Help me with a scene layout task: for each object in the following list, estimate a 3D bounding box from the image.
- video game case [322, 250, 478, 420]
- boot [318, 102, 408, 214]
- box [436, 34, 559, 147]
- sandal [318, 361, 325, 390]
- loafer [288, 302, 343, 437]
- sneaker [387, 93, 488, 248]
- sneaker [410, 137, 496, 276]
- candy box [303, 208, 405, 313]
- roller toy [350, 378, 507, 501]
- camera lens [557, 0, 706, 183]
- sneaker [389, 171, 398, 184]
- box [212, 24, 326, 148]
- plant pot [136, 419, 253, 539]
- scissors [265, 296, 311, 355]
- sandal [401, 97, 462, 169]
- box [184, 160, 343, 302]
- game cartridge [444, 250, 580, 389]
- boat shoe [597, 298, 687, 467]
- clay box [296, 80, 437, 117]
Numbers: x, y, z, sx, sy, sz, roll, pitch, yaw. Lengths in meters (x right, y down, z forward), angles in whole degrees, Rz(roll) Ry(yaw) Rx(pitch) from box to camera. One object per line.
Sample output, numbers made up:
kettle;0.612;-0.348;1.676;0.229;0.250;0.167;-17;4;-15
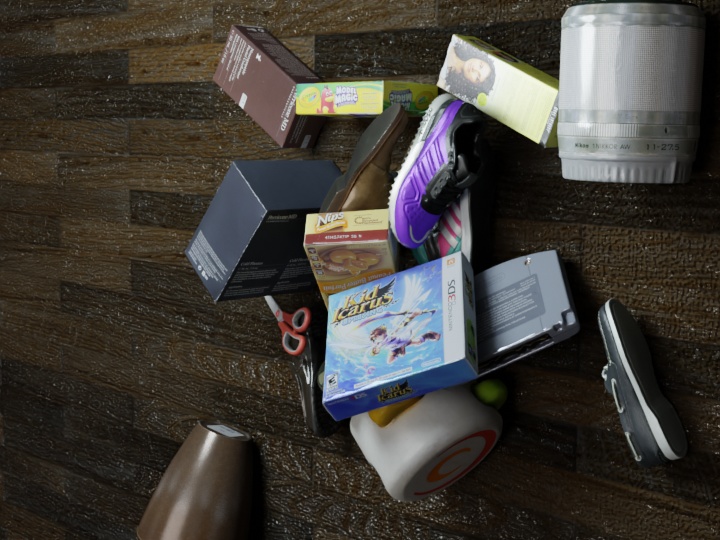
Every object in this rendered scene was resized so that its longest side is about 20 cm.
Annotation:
video game case;0.049;0.081;1.507;0.197;0.046;0.183;-19;40;20
boot;0.021;-0.130;1.573;0.201;0.075;0.074;-57;14;30
box;0.189;-0.231;1.524;0.199;0.050;0.076;35;118;37
sandal;0.027;0.134;1.710;0.199;0.057;0.081;-20;40;35
loafer;-0.069;0.154;1.817;0.071;0.072;0.204;-19;71;48
sneaker;0.105;-0.118;1.507;0.099;0.069;0.203;27;101;45
sneaker;0.116;-0.080;1.596;0.119;0.083;0.204;9;102;34
candy box;0.000;0.000;1.621;0.113;0.201;0.056;-2;54;11
roller toy;0.082;0.202;1.580;0.140;0.198;0.184;54;140;27
camera lens;0.301;-0.203;1.336;0.158;0.158;0.204;8;101;44
sneaker;-0.007;-0.052;1.691;0.073;0.111;0.203;41;120;44
box;-0.135;-0.282;1.829;0.200;0.074;0.101;43;122;31
plant pot;-0.251;0.357;1.959;0.185;0.186;0.203;20;94;42
scissors;-0.124;0.078;1.837;0.199;0.014;0.074;21;96;60
sandal;0.087;-0.152;1.619;0.202;0.079;0.058;-61;41;31
box;-0.125;-0.061;1.753;0.105;0.198;0.183;54;127;27
game cartridge;0.175;0.057;1.507;0.198;0.040;0.135;-26;49;21
boat shoe;0.319;0.136;1.415;0.060;0.075;0.203;-28;74;37
clay box;0.017;-0.236;1.650;0.198;0.114;0.049;5;97;44
